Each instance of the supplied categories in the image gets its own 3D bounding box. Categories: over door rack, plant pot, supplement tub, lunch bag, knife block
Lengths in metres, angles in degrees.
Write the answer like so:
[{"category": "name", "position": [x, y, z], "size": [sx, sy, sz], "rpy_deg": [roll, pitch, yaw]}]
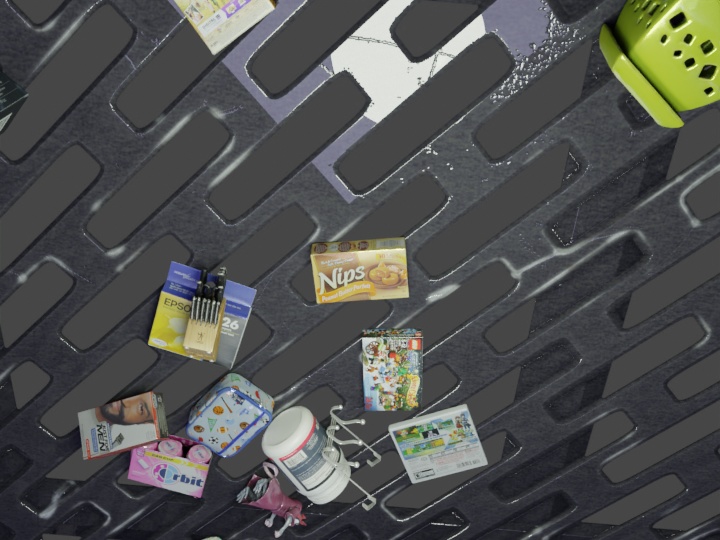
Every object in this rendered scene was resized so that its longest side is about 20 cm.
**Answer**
[{"category": "over door rack", "position": [-0.008, 0.428, 1.677], "size": [0.066, 0.149, 0.201], "rpy_deg": [-26, 115, 22]}, {"category": "plant pot", "position": [0.518, -0.373, 1.198], "size": [0.198, 0.201, 0.181], "rpy_deg": [38, 121, -18]}, {"category": "supplement tub", "position": [-0.125, 0.431, 1.684], "size": [0.139, 0.141, 0.201], "rpy_deg": [-28, 115, 16]}, {"category": "lunch bag", "position": [-0.299, 0.341, 1.683], "size": [0.160, 0.076, 0.200], "rpy_deg": [40, 114, -20]}, {"category": "knife block", "position": [-0.319, 0.089, 1.515], "size": [0.063, 0.179, 0.200], "rpy_deg": [13, 163, -5]}]

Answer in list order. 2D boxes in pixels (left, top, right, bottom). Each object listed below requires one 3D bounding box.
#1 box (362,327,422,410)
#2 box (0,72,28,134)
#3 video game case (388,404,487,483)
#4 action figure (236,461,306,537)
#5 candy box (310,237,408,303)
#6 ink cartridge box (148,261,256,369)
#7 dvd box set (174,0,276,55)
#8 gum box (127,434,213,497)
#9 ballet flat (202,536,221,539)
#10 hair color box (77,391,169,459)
[{"category": "box", "position": [0.072, 0.225, 1.624], "size": [0.133, 0.038, 0.204], "rpy_deg": [-1, 119, 3]}, {"category": "box", "position": [-0.734, -0.327, 1.293], "size": [0.199, 0.149, 0.107], "rpy_deg": [40, 113, -18]}, {"category": "video game case", "position": [0.188, 0.420, 1.735], "size": [0.196, 0.022, 0.185], "rpy_deg": [-17, 117, 12]}, {"category": "action figure", "position": [-0.208, 0.580, 1.814], "size": [0.199, 0.133, 0.151], "rpy_deg": [35, 72, -29]}, {"category": "candy box", "position": [0.000, 0.000, 1.494], "size": [0.195, 0.056, 0.117], "rpy_deg": [-3, 119, 5]}, {"category": "ink cartridge box", "position": [-0.346, 0.103, 1.572], "size": [0.194, 0.047, 0.203], "rpy_deg": [18, 120, -7]}, {"category": "dvd box set", "position": [-0.260, -0.501, 1.246], "size": [0.145, 0.030, 0.201], "rpy_deg": [-30, 114, 18]}, {"category": "gum box", "position": [-0.467, 0.468, 1.760], "size": [0.196, 0.067, 0.115], "rpy_deg": [16, 119, -6]}, {"category": "ballet flat", "position": [-0.456, 0.766, 1.923], "size": [0.197, 0.072, 0.072], "rpy_deg": [-25, 115, 16]}, {"category": "hair color box", "position": [-0.552, 0.361, 1.678], "size": [0.196, 0.064, 0.113], "rpy_deg": [-17, 75, 10]}]
